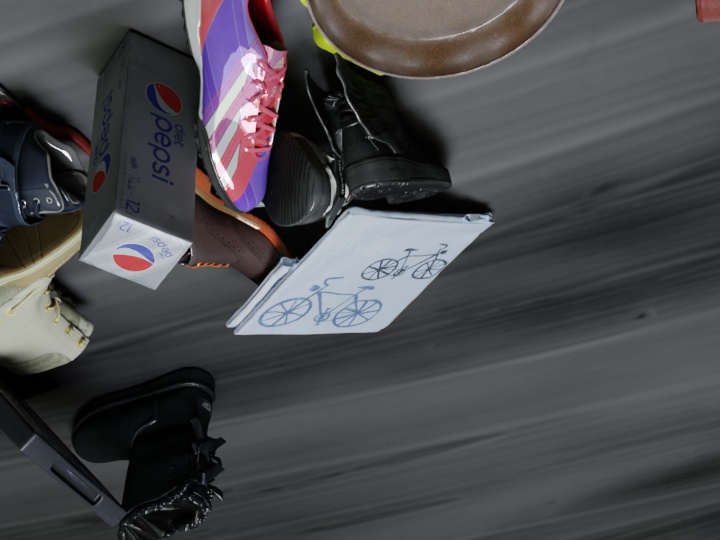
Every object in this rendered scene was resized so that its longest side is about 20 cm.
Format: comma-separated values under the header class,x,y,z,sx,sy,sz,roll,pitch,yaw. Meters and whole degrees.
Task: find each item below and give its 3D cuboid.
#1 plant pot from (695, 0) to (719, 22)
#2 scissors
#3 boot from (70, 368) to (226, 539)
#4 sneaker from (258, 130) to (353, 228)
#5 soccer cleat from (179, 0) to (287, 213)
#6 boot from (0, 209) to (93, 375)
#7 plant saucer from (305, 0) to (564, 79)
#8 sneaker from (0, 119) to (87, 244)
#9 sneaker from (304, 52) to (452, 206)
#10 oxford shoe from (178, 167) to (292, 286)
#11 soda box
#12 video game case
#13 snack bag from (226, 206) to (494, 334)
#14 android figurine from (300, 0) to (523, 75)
class,x,y,z,sx,sy,sz,roll,pitch,yaw
plant pot,0.320,-0.253,0.975,0.193,0.202,0.202,-3,140,13
scissors,-0.282,-0.135,1.202,0.072,0.014,0.201,-11,137,14
boot,-0.223,0.201,1.469,0.197,0.164,0.073,-25,135,24
sneaker,-0.039,-0.075,1.178,0.087,0.200,0.075,6,98,-17
soccer cleat,-0.087,-0.140,1.107,0.072,0.068,0.202,0,110,20
boot,-0.290,0.017,1.320,0.199,0.073,0.155,-33,144,14
plant saucer,0.056,-0.223,1.044,0.198,0.032,0.201,-4,140,-3
sneaker,-0.298,-0.028,1.199,0.144,0.077,0.205,5,105,8
sneaker,0.017,-0.113,1.193,0.059,0.105,0.199,-19,174,21
oxford shoe,-0.135,-0.026,1.270,0.071,0.073,0.200,-5,145,46
soda box,-0.168,-0.088,1.116,0.068,0.202,0.063,21,134,-27
video game case,-0.325,0.147,1.384,0.026,0.199,0.181,-45,144,-11
snack bag,0.000,0.000,1.313,0.187,0.022,0.200,1,145,-41
android figurine,0.030,-0.229,1.090,0.198,0.041,0.182,22,133,-27
